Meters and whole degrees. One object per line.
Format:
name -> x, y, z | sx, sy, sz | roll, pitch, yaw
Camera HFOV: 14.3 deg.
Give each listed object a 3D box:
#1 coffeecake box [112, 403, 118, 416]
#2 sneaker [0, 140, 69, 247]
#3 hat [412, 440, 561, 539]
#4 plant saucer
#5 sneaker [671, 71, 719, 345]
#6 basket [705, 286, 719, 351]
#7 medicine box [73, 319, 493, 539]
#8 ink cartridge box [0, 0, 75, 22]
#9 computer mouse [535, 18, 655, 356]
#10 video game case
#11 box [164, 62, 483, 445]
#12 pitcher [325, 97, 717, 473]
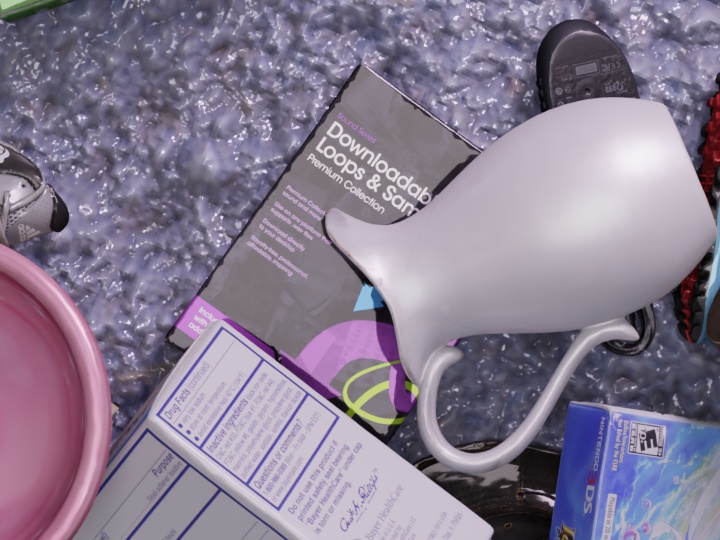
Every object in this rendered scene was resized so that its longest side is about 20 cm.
coffeecake box -> -0.222, 0.146, 1.602 | 0.073, 0.154, 0.200 | 32, 90, 0
sneaker -> -0.217, -0.009, 1.608 | 0.115, 0.075, 0.201 | -6, 57, -12
hat -> 0.092, 0.193, 1.651 | 0.200, 0.081, 0.202 | 0, 92, -2
plant saucer -> -0.224, 0.080, 1.501 | 0.199, 0.051, 0.202 | -1, 83, 9
sneaker -> 0.245, -0.051, 1.663 | 0.095, 0.079, 0.201 | 10, 100, -12
basket -> 0.300, 0.058, 1.590 | 0.200, 0.180, 0.136 | 40, 94, -12
medicine box -> -0.062, 0.162, 1.590 | 0.200, 0.103, 0.182 | 38, 130, -2
ink cartridge box -> -0.131, -0.241, 1.630 | 0.199, 0.084, 0.147 | -18, 92, -2
computer mouse -> 0.138, -0.048, 1.676 | 0.058, 0.034, 0.201 | -10, 97, -14
video game case -> 0.187, 0.185, 1.626 | 0.181, 0.045, 0.201 | 10, 88, -34
box -> 0.000, 0.000, 1.665 | 0.143, 0.036, 0.200 | 35, 88, -3
pitcher -> 0.102, 0.006, 1.596 | 0.199, 0.121, 0.172 | -23, 88, 4
